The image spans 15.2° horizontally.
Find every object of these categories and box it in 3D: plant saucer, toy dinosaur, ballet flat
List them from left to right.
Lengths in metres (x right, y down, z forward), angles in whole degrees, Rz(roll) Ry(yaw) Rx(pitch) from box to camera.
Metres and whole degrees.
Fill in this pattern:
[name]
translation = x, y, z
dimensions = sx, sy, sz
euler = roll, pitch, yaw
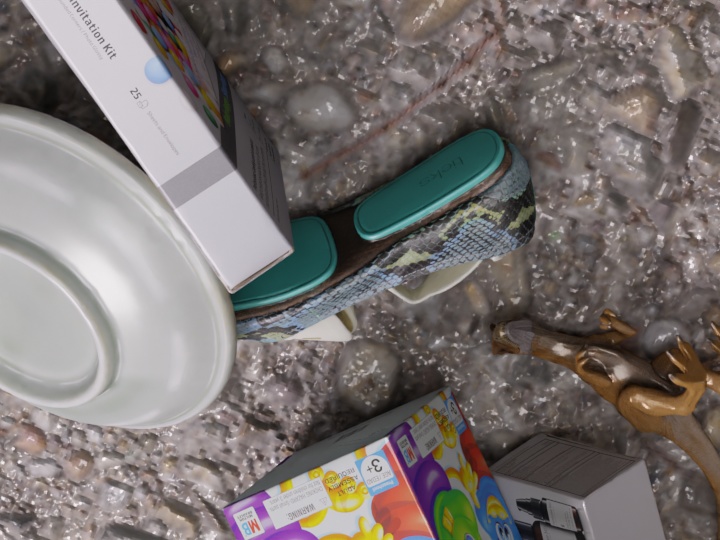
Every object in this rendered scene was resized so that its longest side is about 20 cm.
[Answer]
[plant saucer]
translation = -0.157, 0.012, 1.322
dimensions = 0.199, 0.050, 0.201
euler = 21, 138, 20
[ballet flat]
translation = 0.000, 0.000, 1.370
dimensions = 0.199, 0.074, 0.075
euler = -23, 110, 11
[toy dinosaur]
translation = 0.158, 0.069, 1.413
dimensions = 0.200, 0.061, 0.106
euler = 40, 139, -14

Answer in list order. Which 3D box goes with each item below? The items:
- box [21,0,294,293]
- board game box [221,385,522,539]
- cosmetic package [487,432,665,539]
[box]
translation = -0.104, -0.102, 1.277
dimensions = 0.041, 0.156, 0.201
euler = -34, 108, 7
[board game box]
translation = 0.031, 0.179, 1.379
dimensions = 0.104, 0.103, 0.201
euler = -25, 93, 23
[cosmetic package]
translation = 0.130, 0.191, 1.432
dimensions = 0.050, 0.082, 0.201
euler = -29, 114, -29
